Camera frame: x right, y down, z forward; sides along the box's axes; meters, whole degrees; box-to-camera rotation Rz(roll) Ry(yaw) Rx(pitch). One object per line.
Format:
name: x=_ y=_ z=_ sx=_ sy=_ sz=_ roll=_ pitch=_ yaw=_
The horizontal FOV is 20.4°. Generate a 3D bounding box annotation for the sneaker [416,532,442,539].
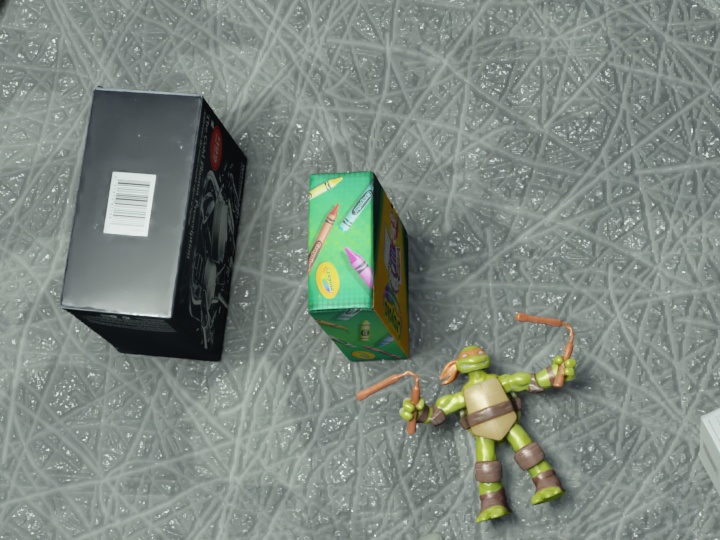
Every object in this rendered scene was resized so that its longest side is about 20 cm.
sneaker: x=0.118 y=0.288 z=1.707 sx=0.199 sy=0.076 sz=0.092 roll=25 pitch=77 yaw=13

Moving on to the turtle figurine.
turtle figurine: x=0.107 y=0.135 z=1.751 sx=0.199 sy=0.064 sz=0.162 roll=-17 pitch=81 yaw=-4

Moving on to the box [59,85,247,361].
box: x=-0.179 y=-0.038 z=1.780 sx=0.103 sy=0.182 sz=0.202 roll=5 pitch=77 yaw=10

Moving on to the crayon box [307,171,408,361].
crayon box: x=0.000 y=0.000 z=1.731 sx=0.058 sy=0.200 sz=0.120 roll=-2 pitch=75 yaw=9

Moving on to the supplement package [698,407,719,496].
supplement package: x=0.396 y=0.153 z=1.632 sx=0.199 sy=0.191 sz=0.148 roll=-26 pitch=74 yaw=1
